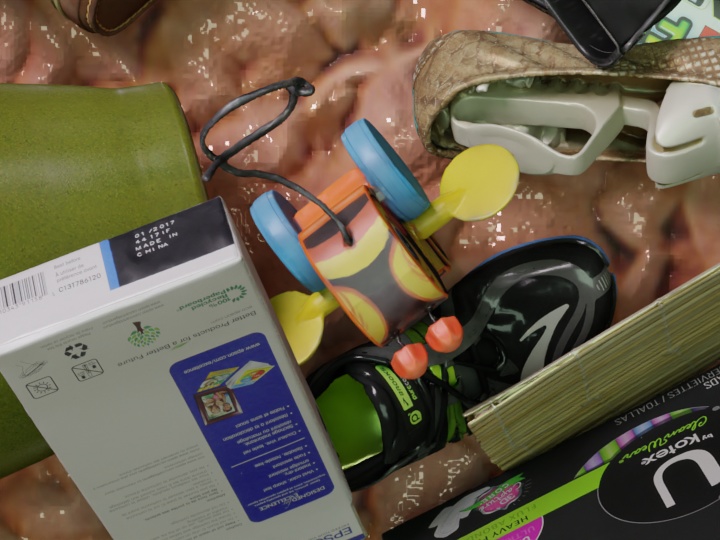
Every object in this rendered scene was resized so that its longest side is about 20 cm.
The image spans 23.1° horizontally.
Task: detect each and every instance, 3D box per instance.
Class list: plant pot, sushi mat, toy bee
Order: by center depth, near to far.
[{"bbox_3d":[0.000,0.000,0.726,0.131,0.200,0.109,-42,75,28],"label":"toy bee"},{"bbox_3d":[-0.159,0.001,0.753,0.192,0.200,0.201,-14,96,-9],"label":"plant pot"},{"bbox_3d":[0.141,0.031,0.791,0.200,0.096,0.012,-31,63,4],"label":"sushi mat"}]

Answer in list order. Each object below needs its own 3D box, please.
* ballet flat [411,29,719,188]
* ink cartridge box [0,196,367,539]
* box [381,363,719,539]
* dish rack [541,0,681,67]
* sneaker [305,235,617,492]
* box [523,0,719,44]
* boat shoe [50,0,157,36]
[{"bbox_3d":[0.116,-0.064,0.766,0.199,0.065,0.071,3,139,21],"label":"ballet flat"},{"bbox_3d":[-0.068,0.061,0.704,0.099,0.039,0.200,-21,138,-2],"label":"ink cartridge box"},{"bbox_3d":[0.128,0.150,0.761,0.199,0.149,0.125,-27,111,4],"label":"box"},{"bbox_3d":[0.099,-0.185,0.674,0.054,0.200,0.154,-33,82,-21],"label":"dish rack"},{"bbox_3d":[0.031,0.054,0.796,0.199,0.083,0.071,-30,95,4],"label":"sneaker"},{"bbox_3d":[0.104,-0.168,0.793,0.200,0.035,0.110,29,96,-2],"label":"box"},{"bbox_3d":[-0.056,-0.178,0.770,0.068,0.072,0.200,44,95,17],"label":"boat shoe"}]
